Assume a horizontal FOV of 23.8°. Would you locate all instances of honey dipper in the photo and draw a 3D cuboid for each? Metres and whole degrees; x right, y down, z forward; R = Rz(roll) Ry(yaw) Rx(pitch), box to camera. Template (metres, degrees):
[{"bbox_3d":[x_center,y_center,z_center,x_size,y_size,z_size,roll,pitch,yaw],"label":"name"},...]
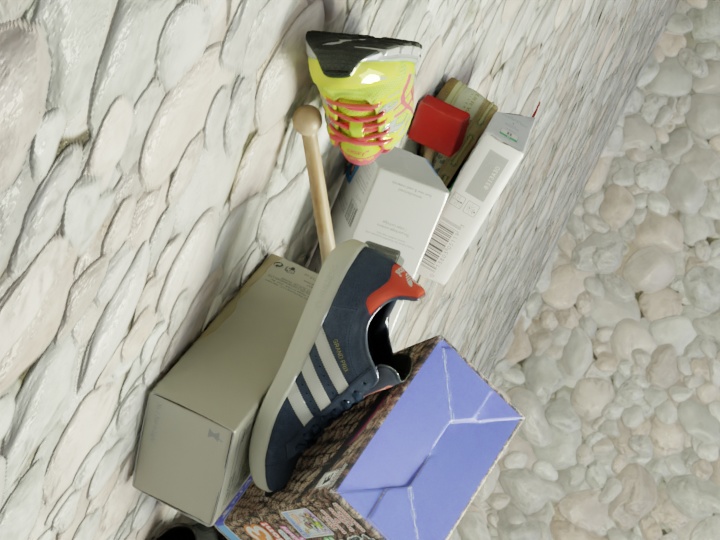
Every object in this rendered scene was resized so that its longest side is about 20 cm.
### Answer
[{"bbox_3d":[-0.024,-0.025,1.271,0.038,0.038,0.202,-43,129,-62],"label":"honey dipper"}]

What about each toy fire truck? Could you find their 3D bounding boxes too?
[{"bbox_3d":[0.036,-0.054,1.647,0.141,0.048,0.201,-52,164,-55],"label":"toy fire truck"}]

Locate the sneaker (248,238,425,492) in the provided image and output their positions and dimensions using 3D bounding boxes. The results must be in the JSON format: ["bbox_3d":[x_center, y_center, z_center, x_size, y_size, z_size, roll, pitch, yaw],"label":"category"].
[{"bbox_3d":[-0.014,0.082,1.239,0.201,0.084,0.075,-68,169,17],"label":"sneaker"}]

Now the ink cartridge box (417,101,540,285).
[{"bbox_3d":[0.117,-0.090,1.719,0.162,0.050,0.200,-60,-178,23],"label":"ink cartridge box"}]

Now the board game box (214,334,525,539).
[{"bbox_3d":[0.004,0.156,1.320,0.160,0.097,0.200,-53,-166,-31],"label":"board game box"}]

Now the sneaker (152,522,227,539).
[{"bbox_3d":[-0.174,0.302,1.419,0.106,0.074,0.201,51,57,-72],"label":"sneaker"}]

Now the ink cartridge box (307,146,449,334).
[{"bbox_3d":[0.000,0.000,1.447,0.116,0.067,0.201,-110,-138,-71],"label":"ink cartridge box"}]

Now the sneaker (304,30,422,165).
[{"bbox_3d":[0.005,-0.121,1.229,0.200,0.077,0.091,-2,101,-78],"label":"sneaker"}]

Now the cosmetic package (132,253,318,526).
[{"bbox_3d":[-0.090,0.087,1.303,0.200,0.073,0.104,-50,162,-51],"label":"cosmetic package"}]

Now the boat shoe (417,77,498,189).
[{"bbox_3d":[0.092,-0.108,1.750,0.073,0.062,0.201,-57,167,-34],"label":"boat shoe"}]
